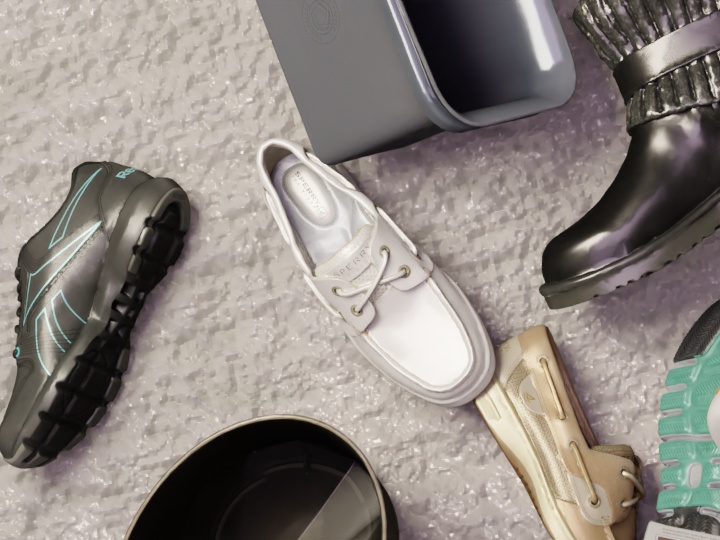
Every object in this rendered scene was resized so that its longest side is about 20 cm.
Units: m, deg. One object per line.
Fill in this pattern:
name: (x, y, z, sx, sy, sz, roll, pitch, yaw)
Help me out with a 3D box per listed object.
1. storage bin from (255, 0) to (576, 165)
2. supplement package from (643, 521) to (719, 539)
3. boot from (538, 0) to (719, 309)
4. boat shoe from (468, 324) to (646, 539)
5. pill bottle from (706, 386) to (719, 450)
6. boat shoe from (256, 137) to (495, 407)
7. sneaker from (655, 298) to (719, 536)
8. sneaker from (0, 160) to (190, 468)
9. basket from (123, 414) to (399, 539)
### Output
storage bin: (0.021, -0.163, 1.511, 0.134, 0.145, 0.200, -25, 84, 45)
supplement package: (0.217, 0.261, 1.426, 0.156, 0.111, 0.200, 11, 132, 10)
boot: (0.163, -0.089, 1.507, 0.211, 0.079, 0.158, -34, 91, -4)
boat shoe: (0.136, 0.127, 1.513, 0.064, 0.071, 0.200, -32, 83, 8)
pill bottle: (0.285, 0.029, 1.444, 0.109, 0.110, 0.200, 29, 69, 9)
boat shoe: (0.000, 0.000, 1.519, 0.071, 0.069, 0.200, -44, 70, 4)
sneaker: (0.224, 0.115, 1.514, 0.074, 0.087, 0.200, -2, 67, 47)
sneaker: (-0.178, 0.026, 1.575, 0.079, 0.075, 0.200, 25, 86, 22)
basket: (-0.045, 0.162, 1.476, 0.136, 0.200, 0.180, 36, 95, 8)
